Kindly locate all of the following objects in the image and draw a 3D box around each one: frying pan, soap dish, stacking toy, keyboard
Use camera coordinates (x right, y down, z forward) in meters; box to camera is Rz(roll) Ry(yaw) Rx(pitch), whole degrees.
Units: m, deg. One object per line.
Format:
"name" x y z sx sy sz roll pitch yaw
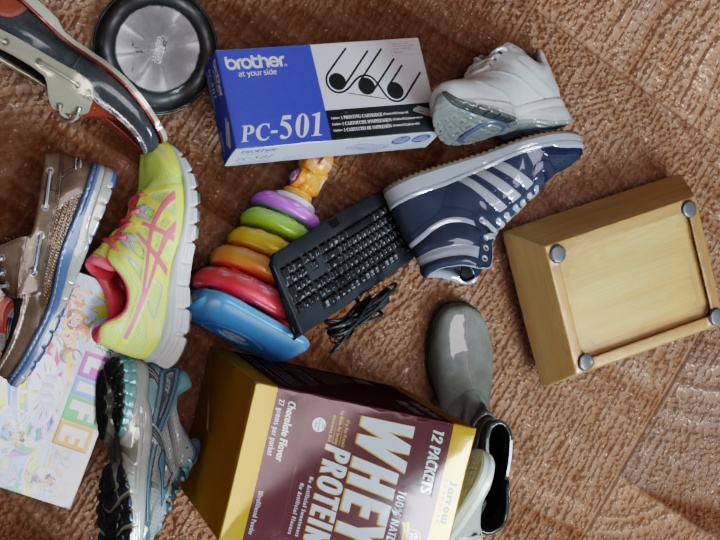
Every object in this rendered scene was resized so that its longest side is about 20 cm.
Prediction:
"frying pan" -0.153 -0.174 1.350 0.190 0.031 0.115 39 85 -13
"soap dish" 0.250 0.011 1.455 0.198 0.081 0.159 -18 100 -15
"stacking toy" -0.073 -0.030 1.356 0.109 0.116 0.202 29 75 -19
"keyboard" 0.000 0.000 1.345 0.200 0.039 0.105 -34 109 -50

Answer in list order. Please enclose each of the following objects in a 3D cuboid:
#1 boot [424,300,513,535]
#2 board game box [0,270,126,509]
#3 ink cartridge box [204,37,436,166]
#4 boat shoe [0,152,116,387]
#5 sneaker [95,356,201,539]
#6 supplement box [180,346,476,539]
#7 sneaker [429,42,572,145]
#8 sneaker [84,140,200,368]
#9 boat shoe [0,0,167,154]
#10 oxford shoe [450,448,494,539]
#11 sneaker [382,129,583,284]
"boot" 0.112 0.134 1.399 0.067 0.131 0.203 -2 96 -16
"board game box" -0.284 0.093 1.330 0.133 0.034 0.202 20 89 -17
"ink cartridge box" -0.033 -0.152 1.348 0.198 0.044 0.095 -8 75 -23
"boat shoe" -0.275 -0.003 1.275 0.072 0.072 0.202 22 79 -12
"sneaker" -0.177 0.175 1.305 0.086 0.077 0.203 3 83 -30
"supplement box" -0.035 0.165 1.325 0.198 0.197 0.134 13 92 -18
"sneaker" 0.120 -0.163 1.380 0.199 0.074 0.088 -7 81 -57
"sneaker" -0.191 -0.020 1.301 0.089 0.078 0.202 8 72 -23
"boat shoe" -0.254 -0.164 1.291 0.200 0.071 0.063 42 71 -7
"oxford shoe" 0.082 0.237 1.339 0.057 0.075 0.201 18 123 -9
"sneaker" 0.129 -0.055 1.403 0.198 0.070 0.110 -18 78 -12
